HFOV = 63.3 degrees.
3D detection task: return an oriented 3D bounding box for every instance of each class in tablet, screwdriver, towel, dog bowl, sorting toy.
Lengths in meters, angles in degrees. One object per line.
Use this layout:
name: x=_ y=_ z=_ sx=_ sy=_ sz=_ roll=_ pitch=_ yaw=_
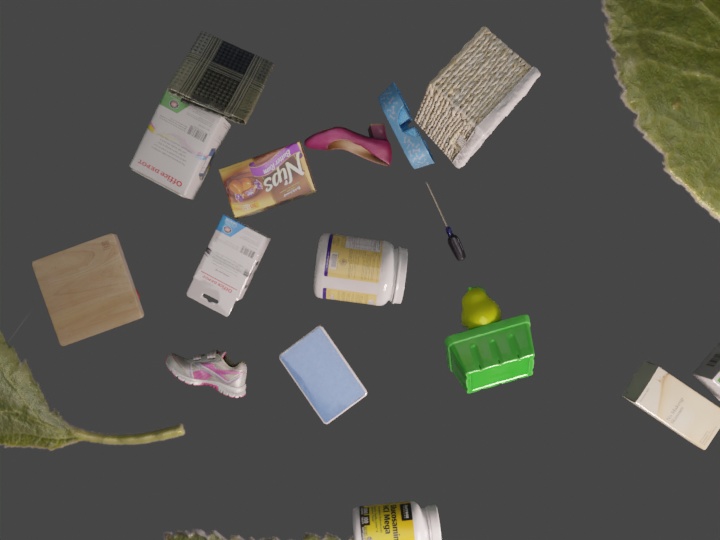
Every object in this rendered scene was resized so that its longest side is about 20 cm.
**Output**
tablet: x=-0.089 y=0.247 z=1.383 sx=0.129 sy=0.014 sz=0.202 roll=-35 pitch=91 yaw=1
screwdriver: x=0.198 y=-0.117 z=1.364 sx=0.029 sy=0.028 sz=0.203 roll=-22 pitch=91 yaw=-30
towel: x=-0.310 y=-0.428 z=1.307 sx=0.190 sy=0.035 sz=0.203 roll=22 pitch=60 yaw=-5
dog bowl: x=0.101 y=-0.321 z=1.317 sx=0.049 sy=0.111 sz=0.202 roll=-27 pitch=92 yaw=14
sorting toy: x=-0.615 y=0.042 z=1.345 sx=0.197 sy=0.070 sz=0.202 roll=-19 pitch=92 yaw=0

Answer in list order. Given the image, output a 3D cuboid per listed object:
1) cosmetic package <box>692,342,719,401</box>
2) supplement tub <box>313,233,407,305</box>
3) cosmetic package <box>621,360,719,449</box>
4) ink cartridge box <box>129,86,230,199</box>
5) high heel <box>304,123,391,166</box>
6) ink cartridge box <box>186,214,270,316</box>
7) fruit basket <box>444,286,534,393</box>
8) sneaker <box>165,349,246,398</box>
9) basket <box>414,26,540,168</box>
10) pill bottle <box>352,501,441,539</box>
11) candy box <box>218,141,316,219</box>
cosmetic package: x=0.892 y=0.275 z=1.352 sx=0.200 sy=0.085 sz=0.108 roll=42 pitch=89 yaw=-1
supplement tub: x=0.000 y=0.000 z=1.307 sx=0.196 sy=0.145 sz=0.149 roll=8 pitch=92 yaw=-1
cosmetic package: x=0.729 y=0.311 z=1.359 sx=0.198 sy=0.073 sz=0.105 roll=32 pitch=92 yaw=-2
ink cartridge box: x=-0.407 y=-0.284 z=1.324 sx=0.143 sy=0.088 sz=0.203 roll=27 pitch=90 yaw=0
high heel: x=-0.026 y=-0.275 z=1.333 sx=0.196 sy=0.067 sz=0.098 roll=-10 pitch=82 yaw=-3
ink cartridge box: x=-0.303 y=-0.011 z=1.344 sx=0.115 sy=0.068 sz=0.203 roll=27 pitch=92 yaw=-1
fruit basket: x=0.285 y=0.149 z=1.337 sx=0.211 sy=0.157 sz=0.218 roll=-7 pitch=50 yaw=8
sneaker: x=-0.349 y=0.221 z=1.353 sx=0.197 sy=0.081 sz=0.090 roll=19 pitch=91 yaw=-9
basket: x=0.240 y=-0.365 z=1.257 sx=0.160 sy=0.198 sz=0.200 roll=41 pitch=79 yaw=2
pill bottle: x=0.083 y=0.596 z=1.348 sx=0.196 sy=0.112 sz=0.115 roll=-6 pitch=92 yaw=0
candy box: x=-0.210 y=-0.205 z=1.344 sx=0.196 sy=0.056 sz=0.119 roll=-18 pitch=92 yaw=2
